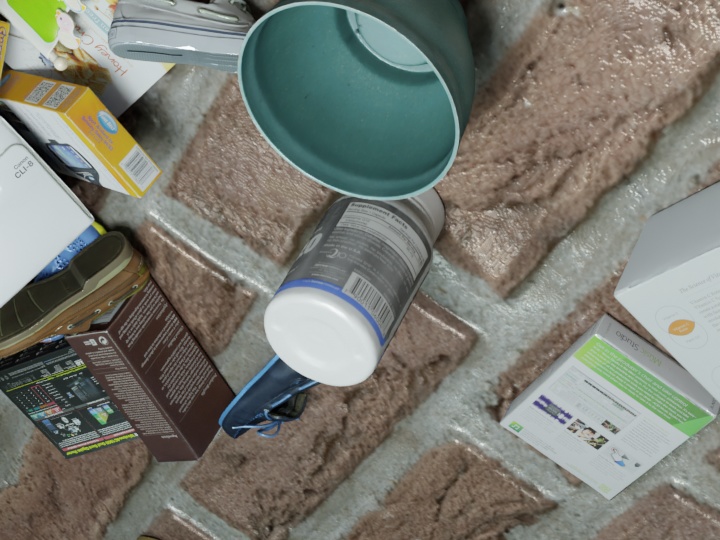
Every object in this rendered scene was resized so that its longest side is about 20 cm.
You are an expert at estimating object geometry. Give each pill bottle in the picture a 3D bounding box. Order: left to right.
[{"bbox_3d":[0.000,0.000,1.598,0.113,0.200,0.114,17,137,16],"label":"pill bottle"}]

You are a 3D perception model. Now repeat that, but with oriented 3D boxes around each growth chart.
[{"bbox_3d":[-0.302,-0.293,1.587,0.145,0.018,0.200,37,136,22],"label":"growth chart"}]

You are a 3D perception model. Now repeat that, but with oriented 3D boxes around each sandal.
[{"bbox_3d":[-0.329,0.013,1.908,0.079,0.087,0.200,28,138,7],"label":"sandal"}]

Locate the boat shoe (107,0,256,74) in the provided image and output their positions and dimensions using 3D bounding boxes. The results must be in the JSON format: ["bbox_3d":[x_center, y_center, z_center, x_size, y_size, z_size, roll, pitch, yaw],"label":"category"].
[{"bbox_3d":[-0.125,-0.218,1.552,0.199,0.067,0.074,8,169,-8],"label":"boat shoe"}]

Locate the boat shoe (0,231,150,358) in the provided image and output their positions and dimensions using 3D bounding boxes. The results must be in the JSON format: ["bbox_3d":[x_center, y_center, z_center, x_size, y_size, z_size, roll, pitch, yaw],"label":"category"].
[{"bbox_3d":[-0.315,0.042,1.846,0.200,0.072,0.068,-31,133,4],"label":"boat shoe"}]

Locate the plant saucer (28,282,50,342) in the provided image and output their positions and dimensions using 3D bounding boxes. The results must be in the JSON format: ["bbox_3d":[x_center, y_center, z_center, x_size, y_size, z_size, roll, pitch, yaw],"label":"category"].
[{"bbox_3d":[-0.465,-0.003,2.013,0.199,0.037,0.200,1,132,34],"label":"plant saucer"}]

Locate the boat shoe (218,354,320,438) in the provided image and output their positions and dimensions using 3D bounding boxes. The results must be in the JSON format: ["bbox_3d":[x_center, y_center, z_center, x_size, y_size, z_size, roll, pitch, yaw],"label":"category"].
[{"bbox_3d":[-0.094,0.142,1.891,0.069,0.084,0.200,45,142,2],"label":"boat shoe"}]

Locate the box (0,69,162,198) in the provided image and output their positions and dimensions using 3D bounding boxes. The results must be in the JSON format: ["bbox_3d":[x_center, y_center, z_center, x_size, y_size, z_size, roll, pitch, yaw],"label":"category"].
[{"bbox_3d":[-0.287,-0.137,1.688,0.200,0.042,0.119,21,156,52],"label":"box"}]

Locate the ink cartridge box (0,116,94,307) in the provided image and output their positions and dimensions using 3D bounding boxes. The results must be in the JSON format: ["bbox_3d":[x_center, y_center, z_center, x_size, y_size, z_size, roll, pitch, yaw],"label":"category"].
[{"bbox_3d":[-0.381,-0.067,1.745,0.145,0.145,0.200,48,174,-19],"label":"ink cartridge box"}]

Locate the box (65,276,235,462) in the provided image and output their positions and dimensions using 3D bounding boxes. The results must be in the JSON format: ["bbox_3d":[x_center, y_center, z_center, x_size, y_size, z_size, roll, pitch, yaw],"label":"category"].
[{"bbox_3d":[-0.232,0.111,1.937,0.075,0.100,0.200,-10,124,39],"label":"box"}]

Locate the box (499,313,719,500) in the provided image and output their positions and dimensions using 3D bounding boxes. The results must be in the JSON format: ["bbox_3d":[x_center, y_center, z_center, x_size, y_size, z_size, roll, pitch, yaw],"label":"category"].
[{"bbox_3d":[0.246,0.139,1.714,0.144,0.036,0.200,35,141,-4],"label":"box"}]

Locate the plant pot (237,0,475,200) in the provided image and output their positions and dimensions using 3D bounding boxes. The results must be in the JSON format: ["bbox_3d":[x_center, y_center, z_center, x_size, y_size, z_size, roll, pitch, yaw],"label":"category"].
[{"bbox_3d":[0.014,-0.179,1.458,0.200,0.134,0.201,17,138,16],"label":"plant pot"}]

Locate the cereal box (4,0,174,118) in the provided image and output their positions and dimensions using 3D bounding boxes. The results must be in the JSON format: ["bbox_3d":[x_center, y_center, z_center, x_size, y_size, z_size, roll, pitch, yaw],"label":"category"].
[{"bbox_3d":[-0.258,-0.222,1.657,0.144,0.040,0.200,43,139,-12],"label":"cereal box"}]

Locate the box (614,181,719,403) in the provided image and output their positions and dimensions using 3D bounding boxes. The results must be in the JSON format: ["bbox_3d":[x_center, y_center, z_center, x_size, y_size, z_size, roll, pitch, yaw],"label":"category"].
[{"bbox_3d":[0.348,0.027,1.479,0.200,0.106,0.152,44,139,-15],"label":"box"}]

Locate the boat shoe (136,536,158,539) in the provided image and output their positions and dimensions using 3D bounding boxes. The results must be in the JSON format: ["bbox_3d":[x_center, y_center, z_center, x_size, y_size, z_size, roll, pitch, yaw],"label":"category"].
[{"bbox_3d":[-0.272,0.445,2.327,0.074,0.066,0.200,4,133,29],"label":"boat shoe"}]

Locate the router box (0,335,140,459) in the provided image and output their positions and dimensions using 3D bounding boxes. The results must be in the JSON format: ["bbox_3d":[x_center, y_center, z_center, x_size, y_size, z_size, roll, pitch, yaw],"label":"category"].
[{"bbox_3d":[-0.326,0.138,2.051,0.200,0.062,0.150,-18,119,42],"label":"router box"}]

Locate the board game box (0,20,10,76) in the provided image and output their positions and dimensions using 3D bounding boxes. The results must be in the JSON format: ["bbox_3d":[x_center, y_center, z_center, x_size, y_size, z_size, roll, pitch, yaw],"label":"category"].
[{"bbox_3d":[-0.410,-0.196,1.709,0.030,0.096,0.200,12,177,-41],"label":"board game box"}]
